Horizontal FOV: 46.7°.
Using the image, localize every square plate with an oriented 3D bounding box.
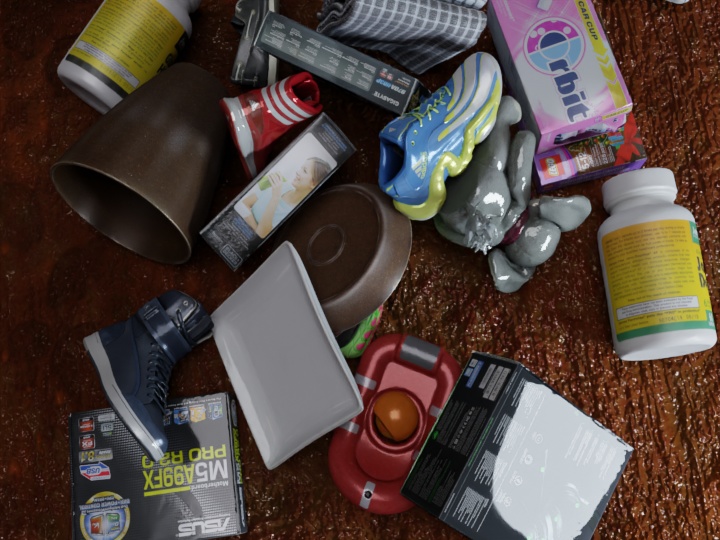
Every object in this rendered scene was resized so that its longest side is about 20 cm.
[{"bbox_3d":[-0.087,0.100,0.950,0.028,0.198,0.203,-11,69,-44],"label":"square plate"}]

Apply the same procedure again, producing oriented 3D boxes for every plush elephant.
[{"bbox_3d":[0.174,-0.070,0.972,0.164,0.153,0.203,-42,34,32],"label":"plush elephant"}]

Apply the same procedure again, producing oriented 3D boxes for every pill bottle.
[{"bbox_3d":[0.333,-0.007,0.955,0.110,0.113,0.205,-6,76,3],"label":"pill bottle"},{"bbox_3d":[-0.288,-0.299,1.069,0.111,0.113,0.202,30,81,10],"label":"pill bottle"}]

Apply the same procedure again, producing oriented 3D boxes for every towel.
[{"bbox_3d":[0.042,-0.302,0.989,0.162,0.200,0.088,7,91,-17],"label":"towel"}]

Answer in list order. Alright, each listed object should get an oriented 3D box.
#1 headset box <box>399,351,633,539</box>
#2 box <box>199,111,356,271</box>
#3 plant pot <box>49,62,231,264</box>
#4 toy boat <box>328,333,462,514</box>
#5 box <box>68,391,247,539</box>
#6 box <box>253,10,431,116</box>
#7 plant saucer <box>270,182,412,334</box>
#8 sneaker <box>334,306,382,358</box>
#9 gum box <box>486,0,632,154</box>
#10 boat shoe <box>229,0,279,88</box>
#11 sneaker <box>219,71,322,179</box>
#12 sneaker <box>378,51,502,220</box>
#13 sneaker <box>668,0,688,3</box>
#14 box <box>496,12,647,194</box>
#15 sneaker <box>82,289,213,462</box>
[{"bbox_3d":[0.173,0.216,0.888,0.198,0.092,0.176,34,79,-21],"label":"headset box"},{"bbox_3d":[-0.100,-0.093,0.996,0.200,0.117,0.060,-44,98,-3],"label":"box"},{"bbox_3d":[-0.238,-0.145,1.009,0.184,0.188,0.203,23,65,9],"label":"plant pot"},{"bbox_3d":[0.038,0.167,0.926,0.128,0.131,0.204,19,79,9],"label":"toy boat"},{"bbox_3d":[-0.237,0.237,0.974,0.195,0.044,0.164,-8,75,2],"label":"box"},{"bbox_3d":[-0.013,-0.240,1.009,0.197,0.159,0.047,27,99,9],"label":"box"},{"bbox_3d":[-0.034,-0.024,0.978,0.197,0.034,0.204,-17,54,24],"label":"plant saucer"},{"bbox_3d":[0.000,0.000,0.997,0.082,0.077,0.204,20,76,8],"label":"sneaker"},{"bbox_3d":[0.236,-0.248,1.001,0.111,0.066,0.204,-18,76,2],"label":"gum box"},{"bbox_3d":[-0.138,-0.337,1.087,0.066,0.072,0.205,1,79,0],"label":"boat shoe"},{"bbox_3d":[-0.095,-0.168,0.983,0.113,0.200,0.080,-21,91,-4],"label":"sneaker"},{"bbox_3d":[0.083,-0.157,0.913,0.075,0.104,0.204,26,94,42],"label":"sneaker"},{"bbox_3d":[0.331,-0.387,1.073,0.199,0.073,0.071,37,91,20],"label":"sneaker"},{"bbox_3d":[0.262,-0.210,1.045,0.134,0.039,0.204,-14,76,1],"label":"box"},{"bbox_3d":[-0.224,0.109,0.957,0.144,0.078,0.203,-29,49,-13],"label":"sneaker"}]
